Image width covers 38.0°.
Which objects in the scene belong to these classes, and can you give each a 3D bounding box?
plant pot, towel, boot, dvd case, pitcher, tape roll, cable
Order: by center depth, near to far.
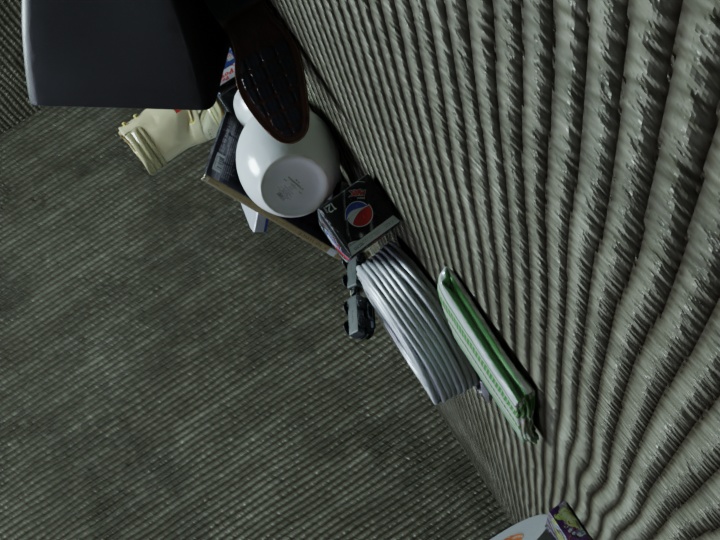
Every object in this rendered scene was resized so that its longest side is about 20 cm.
[{"bbox_3d":[0.125,0.088,1.013,0.153,0.023,0.200,57,179,23],"label":"towel"},{"bbox_3d":[-0.094,-0.217,1.081,0.097,0.074,0.201,20,-133,-79],"label":"boot"},{"bbox_3d":[-0.243,-0.300,1.085,0.178,0.198,0.200,89,-175,-48],"label":"plant pot"},{"bbox_3d":[0.067,0.063,1.250,0.200,0.069,0.200,55,177,46],"label":"cable"},{"bbox_3d":[-0.074,-0.135,1.265,0.171,0.121,0.200,37,-161,-29],"label":"pitcher"},{"bbox_3d":[-0.099,-0.108,1.318,0.199,0.016,0.149,30,-145,-18],"label":"dvd case"},{"bbox_3d":[0.219,0.449,1.562,0.066,0.200,0.200,55,177,3],"label":"tape roll"},{"bbox_3d":[-0.306,-0.256,1.590,0.201,0.155,0.073,57,177,17],"label":"boot"}]

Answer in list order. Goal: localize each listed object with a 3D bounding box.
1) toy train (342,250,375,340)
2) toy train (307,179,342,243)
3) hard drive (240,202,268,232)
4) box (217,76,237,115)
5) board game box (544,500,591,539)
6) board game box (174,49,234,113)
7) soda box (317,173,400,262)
[{"bbox_3d":[0.000,0.000,1.347,0.046,0.034,0.201,31,-134,-41],"label":"toy train"},{"bbox_3d":[-0.056,-0.110,1.491,0.201,0.085,0.114,61,163,-13],"label":"toy train"},{"bbox_3d":[-0.141,-0.174,1.481,0.132,0.025,0.201,-117,34,-48],"label":"hard drive"},{"bbox_3d":[-0.176,-0.276,1.613,0.200,0.086,0.164,55,177,46],"label":"box"},{"bbox_3d":[0.275,0.353,1.300,0.120,0.032,0.200,52,175,20],"label":"board game box"},{"bbox_3d":[-0.253,-0.350,1.484,0.201,0.151,0.046,58,177,8],"label":"board game box"},{"bbox_3d":[-0.005,-0.055,1.186,0.063,0.071,0.200,54,178,0],"label":"soda box"}]
